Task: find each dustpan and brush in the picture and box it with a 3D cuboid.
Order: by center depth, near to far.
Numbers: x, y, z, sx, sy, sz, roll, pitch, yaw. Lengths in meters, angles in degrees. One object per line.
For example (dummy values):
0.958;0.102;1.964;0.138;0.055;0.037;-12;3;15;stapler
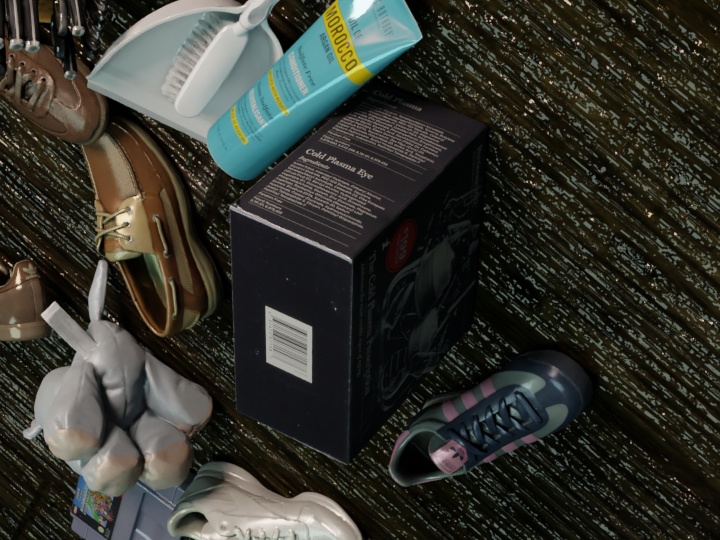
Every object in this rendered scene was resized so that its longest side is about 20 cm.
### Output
-0.095;-0.172;1.265;0.139;0.057;0.200;25;117;-27;dustpan and brush

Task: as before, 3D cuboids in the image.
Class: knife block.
-0.262;-0.230;1.281;0.200;0.176;0.064;36;138;11;knife block

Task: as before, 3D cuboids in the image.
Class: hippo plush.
-0.255;0.134;1.595;0.200;0.159;0.161;50;139;-7;hippo plush

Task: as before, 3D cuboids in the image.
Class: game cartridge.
-0.233;0.242;1.766;0.129;0.038;0.200;31;138;9;game cartridge

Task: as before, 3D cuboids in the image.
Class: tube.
-0.032;-0.138;1.233;0.200;0.050;0.078;-39;66;35;tube

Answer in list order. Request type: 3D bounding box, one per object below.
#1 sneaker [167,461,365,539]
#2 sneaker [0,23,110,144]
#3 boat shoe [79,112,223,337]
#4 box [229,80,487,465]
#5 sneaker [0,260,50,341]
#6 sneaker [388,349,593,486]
-0.088;0.246;1.596;0.200;0.100;0.075;13;129;30;sneaker
-0.295;-0.167;1.415;0.200;0.075;0.071;40;120;17;sneaker
-0.184;-0.035;1.457;0.076;0.074;0.200;-9;114;44;boat shoe
0.000;0.000;1.252;0.104;0.182;0.200;23;136;23;box
-0.364;0.023;1.669;0.200;0.070;0.076;4;97;42;sneaker
0.099;0.125;1.350;0.070;0.082;0.200;50;139;-6;sneaker
